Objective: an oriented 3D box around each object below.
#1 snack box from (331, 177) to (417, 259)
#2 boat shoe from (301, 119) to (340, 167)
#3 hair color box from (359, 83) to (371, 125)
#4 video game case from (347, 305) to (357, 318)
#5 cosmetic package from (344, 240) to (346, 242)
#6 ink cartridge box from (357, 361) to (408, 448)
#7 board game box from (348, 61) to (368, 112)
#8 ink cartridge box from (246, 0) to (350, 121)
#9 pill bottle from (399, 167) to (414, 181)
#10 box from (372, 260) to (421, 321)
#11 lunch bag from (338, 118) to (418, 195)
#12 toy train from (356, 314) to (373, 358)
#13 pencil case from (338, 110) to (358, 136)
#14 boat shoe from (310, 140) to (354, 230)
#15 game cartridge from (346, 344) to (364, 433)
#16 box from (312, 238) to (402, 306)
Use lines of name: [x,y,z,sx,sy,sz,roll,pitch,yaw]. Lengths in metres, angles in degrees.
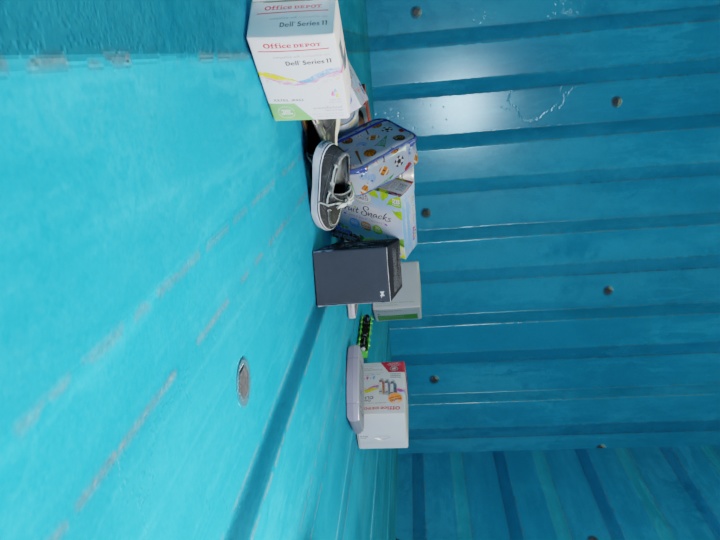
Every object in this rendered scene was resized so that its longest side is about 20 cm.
snack box: [0.023,-0.132,1.386,0.068,0.197,0.170,-50,146,-38]
boat shoe: [-0.079,-0.225,1.177,0.067,0.071,0.202,-40,147,-33]
hair color box: [-0.025,-0.364,1.523,0.200,0.100,0.062,70,18,-69]
video game case: [-0.024,0.006,1.734,0.201,0.023,0.185,-81,168,-68]
cosmetic package: [0.024,-0.071,1.630,0.200,0.105,0.092,-60,140,-80]
ink cartridge box: [0.063,0.384,1.796,0.201,0.143,0.146,-86,171,-53]
board game box: [-0.054,-0.390,1.160,0.201,0.041,0.200,61,13,-13]
ink cartridge box: [-0.080,-0.289,0.832,0.201,0.115,0.068,76,15,-63]
pill bottle: [0.036,-0.241,1.580,0.114,0.196,0.117,-3,90,-84]
box: [0.149,0.086,2.567,0.172,0.195,0.203,72,16,-67]
lunch bag: [0.009,-0.238,1.293,0.160,0.198,0.076,41,-30,40]
toy train: [0.014,0.201,1.940,0.201,0.041,0.057,-81,177,-65]
pencil case: [-0.038,-0.297,1.409,0.201,0.089,0.084,73,15,-65]
boat shoe: [-0.045,-0.145,1.168,0.074,0.067,0.201,-43,151,-38]
game cartridge: [-0.013,0.304,1.628,0.134,0.040,0.203,84,5,-60]
box: [0.000,0.000,1.270,0.200,0.146,0.109,-38,124,-77]
